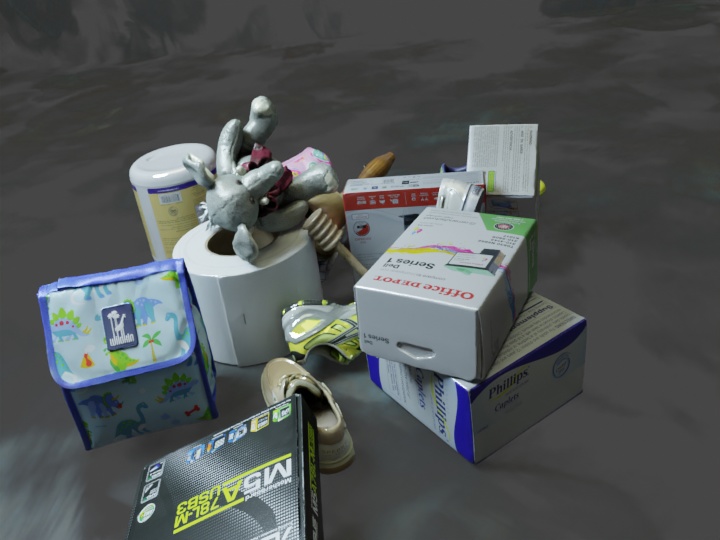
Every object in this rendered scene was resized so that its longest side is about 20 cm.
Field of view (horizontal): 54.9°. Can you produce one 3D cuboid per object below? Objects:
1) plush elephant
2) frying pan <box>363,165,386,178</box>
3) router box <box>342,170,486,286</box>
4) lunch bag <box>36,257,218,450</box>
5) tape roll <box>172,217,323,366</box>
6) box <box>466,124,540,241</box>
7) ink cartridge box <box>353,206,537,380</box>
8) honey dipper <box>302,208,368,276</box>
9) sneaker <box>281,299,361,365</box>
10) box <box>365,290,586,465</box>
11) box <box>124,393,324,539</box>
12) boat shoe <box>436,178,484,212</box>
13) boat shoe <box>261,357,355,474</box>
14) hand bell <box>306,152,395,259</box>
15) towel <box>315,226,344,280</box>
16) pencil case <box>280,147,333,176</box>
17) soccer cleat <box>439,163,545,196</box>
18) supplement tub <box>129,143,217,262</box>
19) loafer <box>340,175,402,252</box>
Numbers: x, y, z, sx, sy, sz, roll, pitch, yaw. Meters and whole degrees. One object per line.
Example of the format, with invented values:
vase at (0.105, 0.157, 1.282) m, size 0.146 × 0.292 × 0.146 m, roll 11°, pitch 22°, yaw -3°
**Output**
plush elephant at (-0.143, -0.108, 0.900) m, size 0.198 × 0.166 × 0.155 m, roll -37°, pitch 14°, yaw 6°
frying pan at (0.072, -0.124, 1.185) m, size 0.188 × 0.031 × 0.115 m, roll 26°, pitch 16°, yaw -43°
router box at (0.083, -0.042, 0.986) m, size 0.194 × 0.184 × 0.049 m, roll -3°, pitch 29°, yaw 9°
lunch bag at (-0.267, 0.091, 0.819) m, size 0.165 × 0.205 × 0.128 m, roll -12°, pitch 28°, yaw -9°
tape roll at (-0.154, 0.016, 0.986) m, size 0.196 × 0.143 × 0.204 m, roll -6°, pitch 28°, yaw 3°
box at (0.223, -0.128, 1.065) m, size 0.098 × 0.200 × 0.116 m, roll 2°, pitch 74°, yaw 16°
ink cartridge box at (0.100, 0.015, 0.761) m, size 0.141 × 0.086 × 0.200 m, roll 9°, pitch 33°, yaw 28°
honey dipper at (0.000, 0.000, 0.949) m, size 0.038 × 0.200 × 0.038 m, roll -39°, pitch 15°, yaw 13°
sneaker at (-0.007, 0.085, 0.913) m, size 0.194 × 0.076 × 0.079 m, roll -2°, pitch 68°, yaw -14°
box at (0.129, 0.096, 0.810) m, size 0.181 × 0.108 × 0.199 m, roll -24°, pitch 32°, yaw -26°
box at (-0.130, 0.228, 0.650) m, size 0.196 × 0.048 × 0.194 m, roll -26°, pitch 26°, yaw 8°
boat shoe at (0.105, -0.027, 0.928) m, size 0.068 × 0.204 × 0.071 m, roll 22°, pitch 32°, yaw 14°
boat shoe at (-0.066, 0.149, 0.806) m, size 0.070 × 0.067 × 0.200 m, roll -19°, pitch 31°, yaw -19°
hand bell at (-0.012, -0.119, 1.065) m, size 0.103 × 0.106 × 0.200 m, roll 20°, pitch 52°, yaw 41°
towel at (-0.116, -0.062, 1.169) m, size 0.160 × 0.088 × 0.202 m, roll -2°, pitch 30°, yaw 9°
pencil case at (-0.134, -0.134, 1.130) m, size 0.198 × 0.090 × 0.086 m, roll -29°, pitch 35°, yaw -35°
soccer cleat at (0.234, -0.160, 1.253) m, size 0.194 × 0.086 × 0.065 m, roll 2°, pitch 30°, yaw 17°
supplement tub at (-0.285, -0.089, 1.136) m, size 0.141 × 0.205 × 0.147 m, roll -6°, pitch 29°, yaw 3°
loafer at (0.035, -0.077, 1.079) m, size 0.070 × 0.200 × 0.074 m, roll 36°, pitch 61°, yaw -5°
